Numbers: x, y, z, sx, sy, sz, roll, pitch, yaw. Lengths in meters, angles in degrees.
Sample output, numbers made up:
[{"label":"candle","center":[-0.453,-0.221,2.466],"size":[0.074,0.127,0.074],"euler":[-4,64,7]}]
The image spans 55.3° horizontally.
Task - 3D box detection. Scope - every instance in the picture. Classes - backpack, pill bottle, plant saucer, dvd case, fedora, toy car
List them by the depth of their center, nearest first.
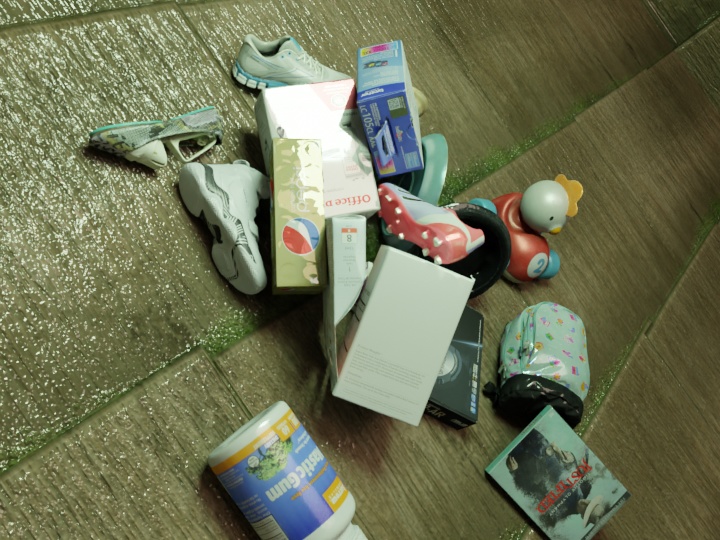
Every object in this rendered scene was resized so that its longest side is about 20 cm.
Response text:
[{"label":"pill bottle","center":[-0.076,0.263,0.794],"size":[0.200,0.112,0.112],"euler":[54,45,1]},{"label":"dvd case","center":[0.311,0.332,1.075],"size":[0.146,0.022,0.200],"euler":[-43,98,-5]},{"label":"plant saucer","center":[0.078,-0.126,1.091],"size":[0.027,0.200,0.201],"euler":[18,54,-18]},{"label":"fedora","center":[0.151,-0.043,1.154],"size":[0.200,0.201,0.092],"euler":[23,22,-28]},{"label":"backpack","center":[0.310,0.156,1.164],"size":[0.166,0.127,0.201],"euler":[30,47,-18]},{"label":"toy car","center":[0.331,-0.089,1.273],"size":[0.184,0.200,0.178],"euler":[5,62,-37]}]

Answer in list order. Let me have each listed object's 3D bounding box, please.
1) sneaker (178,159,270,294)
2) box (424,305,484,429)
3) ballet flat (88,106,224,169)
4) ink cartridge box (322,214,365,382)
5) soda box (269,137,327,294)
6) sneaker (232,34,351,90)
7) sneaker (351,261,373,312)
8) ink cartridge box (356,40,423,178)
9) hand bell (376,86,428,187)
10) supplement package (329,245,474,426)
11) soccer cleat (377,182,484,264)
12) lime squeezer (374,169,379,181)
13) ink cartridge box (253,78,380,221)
[{"label":"sneaker","center":[-0.158,-0.069,0.947],"size":[0.115,0.075,0.201],"euler":[-23,78,-42]},{"label":"box","center":[0.118,0.126,1.081],"size":[0.160,0.043,0.201],"euler":[30,50,-23]},{"label":"ballet flat","center":[-0.264,-0.175,0.932],"size":[0.200,0.072,0.072],"euler":[-25,82,-43]},{"label":"ink cartridge box","center":[-0.021,0.032,0.897],"size":[0.050,0.162,0.201],"euler":[-4,92,-7]},{"label":"soda box","center":[-0.084,-0.071,0.911],"size":[0.067,0.064,0.201],"euler":[0,79,-12]},{"label":"sneaker","center":[-0.100,-0.325,1.097],"size":[0.199,0.087,0.075],"euler":[8,48,-15]},{"label":"sneaker","center":[0.000,0.000,1.011],"size":[0.200,0.114,0.073],"euler":[35,49,-16]},{"label":"ink cartridge box","center":[0.045,-0.235,1.027],"size":[0.201,0.076,0.137],"euler":[-92,167,-48]},{"label":"hand bell","center":[0.055,-0.220,1.223],"size":[0.104,0.104,0.201],"euler":[23,65,-27]},{"label":"supplement package","center":[0.050,0.081,0.913],"size":[0.121,0.120,0.201],"euler":[22,92,-5]},{"label":"soccer cleat","center":[0.091,-0.072,0.974],"size":[0.076,0.067,0.200],"euler":[-18,36,-22]},{"label":"lime squeezer","center":[0.028,-0.201,1.159],"size":[0.070,0.038,0.201],"euler":[15,74,-27]},{"label":"ink cartridge box","center":[-0.063,-0.166,1.013],"size":[0.146,0.083,0.201],"euler":[-11,88,-17]}]
